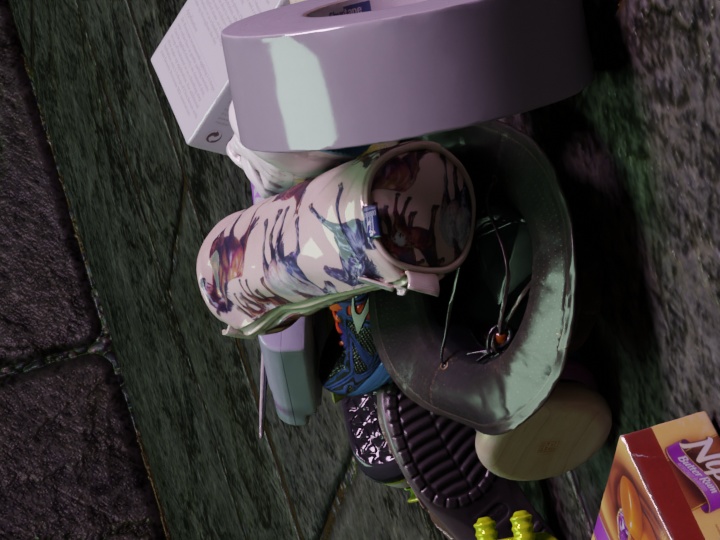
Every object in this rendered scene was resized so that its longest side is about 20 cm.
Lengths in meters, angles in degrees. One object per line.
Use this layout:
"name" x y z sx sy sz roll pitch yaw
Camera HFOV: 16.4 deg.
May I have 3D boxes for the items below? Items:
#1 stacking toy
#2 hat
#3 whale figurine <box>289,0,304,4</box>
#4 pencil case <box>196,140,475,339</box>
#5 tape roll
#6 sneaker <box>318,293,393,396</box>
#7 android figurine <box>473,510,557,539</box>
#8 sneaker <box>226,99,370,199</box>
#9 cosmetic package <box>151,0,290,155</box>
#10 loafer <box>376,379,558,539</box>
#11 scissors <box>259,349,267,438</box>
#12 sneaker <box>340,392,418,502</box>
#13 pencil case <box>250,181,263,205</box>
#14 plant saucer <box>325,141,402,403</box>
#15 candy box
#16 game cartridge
"stacking toy" 0.089 0.030 1.559 0.085 0.085 0.200 92 165 -50
"hat" 0.089 0.000 1.467 0.201 0.081 0.201 3 94 55
"whale figurine" 0.023 -0.181 1.593 0.200 0.104 0.159 58 -151 -52
"pencil case" -0.018 -0.013 1.480 0.200 0.078 0.090 -20 51 53
"tape roll" 0.026 -0.119 1.374 0.200 0.200 0.066 -152 49 -73
"sneaker" 0.000 0.000 1.601 0.075 0.078 0.200 -105 25 -48
"android figurine" 0.110 0.251 1.571 0.182 0.041 0.200 -17 83 61
"sneaker" -0.042 -0.079 1.536 0.077 0.081 0.200 53 -167 6
"cosmetic package" -0.059 -0.184 1.734 0.200 0.071 0.101 -54 41 29
"loafer" 0.065 0.145 1.677 0.200 0.073 0.071 62 164 -9
"scissors" -0.064 0.019 1.707 0.200 0.014 0.073 -89 8 -46
"sneaker" 0.019 0.080 1.901 0.083 0.072 0.200 38 -137 -58
"pencil case" -0.054 -0.068 1.928 0.084 0.085 0.200 95 171 -46
"plant saucer" 0.008 -0.043 1.754 0.200 0.048 0.200 -82 -9 -49
"candy box" 0.176 0.181 1.391 0.200 0.056 0.117 93 158 -56
"game cartridge" -0.041 -0.013 1.679 0.133 0.040 0.200 89 -175 -61
